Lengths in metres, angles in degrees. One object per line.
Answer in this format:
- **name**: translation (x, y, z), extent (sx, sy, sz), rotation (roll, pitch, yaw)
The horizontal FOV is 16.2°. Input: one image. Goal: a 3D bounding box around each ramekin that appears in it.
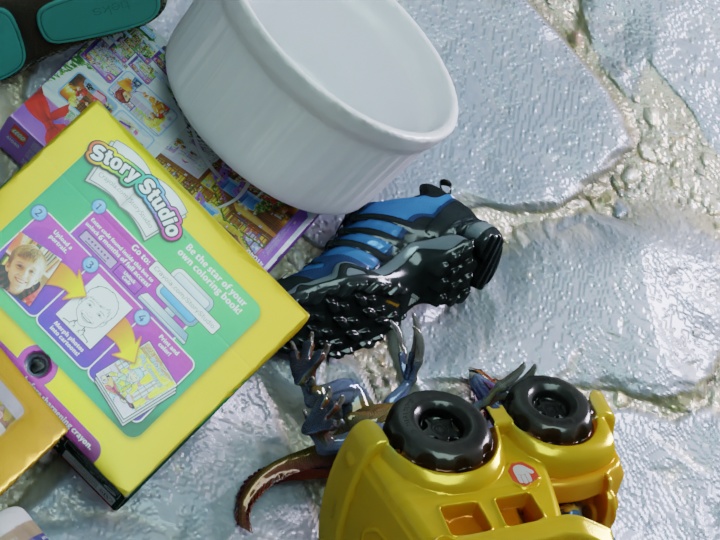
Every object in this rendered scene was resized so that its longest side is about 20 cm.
- **ramekin**: translation (-0.038, -0.133, 1.738), extent (0.200, 0.098, 0.201), rotation (32, 30, -21)

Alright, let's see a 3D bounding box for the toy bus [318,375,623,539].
- **toy bus**: translation (0.099, 0.177, 1.615), extent (0.199, 0.136, 0.192), rotation (-8, 40, -28)

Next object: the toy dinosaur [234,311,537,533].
- **toy dinosaur**: translation (0.024, 0.103, 1.718), extent (0.181, 0.200, 0.105), rotation (30, 18, -41)

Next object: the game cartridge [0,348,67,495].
- **game cartridge**: translation (-0.283, 0.062, 1.497), extent (0.200, 0.032, 0.176), rotation (52, 34, -5)

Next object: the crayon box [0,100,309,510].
- **crayon box**: translation (-0.164, 0.021, 1.631), extent (0.200, 0.058, 0.173), rotation (45, 70, 1)

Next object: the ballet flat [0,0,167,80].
- **ballet flat**: translation (-0.229, -0.174, 1.712), extent (0.199, 0.068, 0.075), rotation (-19, 38, -8)

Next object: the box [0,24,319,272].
- **box**: translation (-0.133, -0.070, 1.731), extent (0.200, 0.039, 0.137), rotation (43, 53, -1)

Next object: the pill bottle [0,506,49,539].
- **pill bottle**: translation (-0.185, 0.249, 1.493), extent (0.111, 0.111, 0.200), rotation (-35, 83, -35)

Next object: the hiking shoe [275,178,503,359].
- **hiking shoe**: translation (0.000, 0.000, 1.756), extent (0.199, 0.075, 0.087), rotation (-18, 47, -29)
